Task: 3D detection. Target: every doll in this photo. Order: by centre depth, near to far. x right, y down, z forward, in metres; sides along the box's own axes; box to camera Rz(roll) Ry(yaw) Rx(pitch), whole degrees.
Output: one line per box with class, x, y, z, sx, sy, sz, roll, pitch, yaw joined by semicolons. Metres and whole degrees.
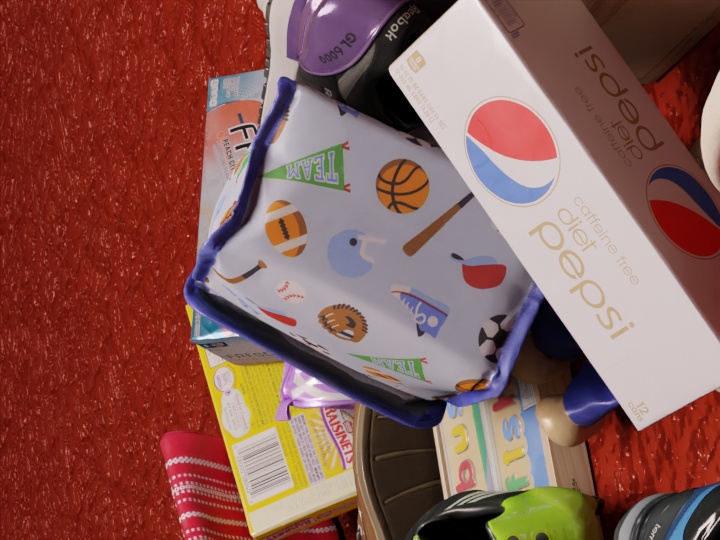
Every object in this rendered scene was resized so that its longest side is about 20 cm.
doll;0.141;0.005;0.808;0.137;0.048;0.200;62;142;29

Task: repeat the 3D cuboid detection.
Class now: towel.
towel;-0.058;0.200;1.144;0.022;0.144;0.200;-45;48;29

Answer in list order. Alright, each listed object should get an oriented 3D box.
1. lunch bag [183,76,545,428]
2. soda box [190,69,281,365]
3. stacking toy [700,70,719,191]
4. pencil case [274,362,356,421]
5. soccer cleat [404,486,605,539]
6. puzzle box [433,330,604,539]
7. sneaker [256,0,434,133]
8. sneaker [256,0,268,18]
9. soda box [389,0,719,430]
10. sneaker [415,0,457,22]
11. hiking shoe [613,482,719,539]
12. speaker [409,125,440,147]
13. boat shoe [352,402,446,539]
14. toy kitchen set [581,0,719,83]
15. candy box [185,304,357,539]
lunch bag;0.000;0.000;0.894;0.124;0.170;0.200;-63;5;-10
soda box;-0.071;-0.039;1.175;0.063;0.068;0.200;-7;70;24
stacking toy;0.230;-0.028;0.571;0.200;0.146;0.146;49;137;27
pencil case;-0.019;-0.004;1.109;0.084;0.085;0.201;-14;79;60
soccer cleat;0.055;0.150;0.900;0.200;0.081;0.068;147;118;-61
puzzle box;0.090;0.142;0.952;0.133;0.025;0.200;140;124;-60
sneaker;-0.002;-0.091;0.905;0.088;0.076;0.200;38;162;14
sneaker;-0.006;-0.189;1.110;0.200;0.076;0.088;-20;89;67
soda box;0.102;-0.035;0.738;0.200;0.064;0.068;56;136;4
sneaker;0.016;-0.149;1.001;0.200;0.106;0.075;137;127;-58
hiking shoe;0.162;0.190;0.739;0.087;0.074;0.200;136;128;-59
speaker;0.068;-0.069;0.923;0.200;0.081;0.081;150;116;-63
boat shoe;0.024;0.160;1.038;0.068;0.072;0.200;-35;59;59
toy kitchen set;0.091;-0.218;0.770;0.180;0.163;0.200;134;130;-57
candy box;-0.052;0.086;1.174;0.026;0.102;0.200;65;-176;-55
